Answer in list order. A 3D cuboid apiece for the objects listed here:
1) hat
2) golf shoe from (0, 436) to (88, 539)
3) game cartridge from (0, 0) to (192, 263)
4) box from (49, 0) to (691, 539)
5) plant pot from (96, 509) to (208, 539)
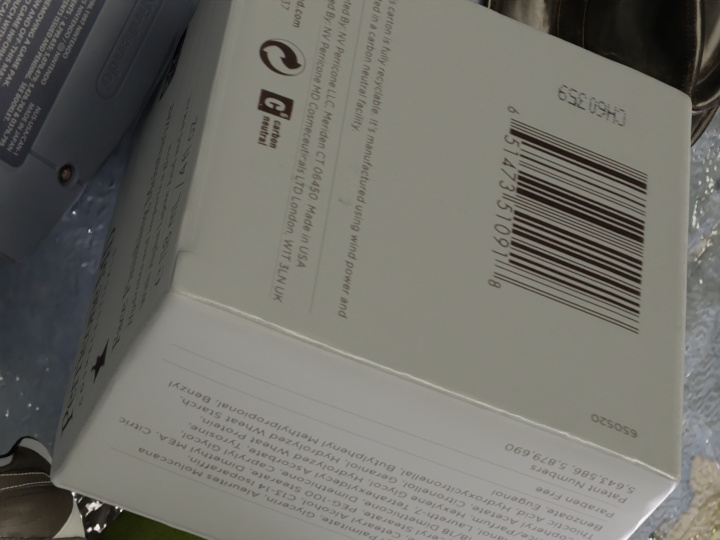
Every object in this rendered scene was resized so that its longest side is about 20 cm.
[{"bbox_3d":[0.152,-0.122,1.174,0.200,0.081,0.202,-16,114,-40],"label":"hat"},{"bbox_3d":[-0.200,0.103,0.927,0.199,0.095,0.078,3,144,-24],"label":"golf shoe"},{"bbox_3d":[-0.127,-0.112,0.948,0.133,0.041,0.201,33,79,-40],"label":"game cartridge"},{"bbox_3d":[0.010,0.005,0.935,0.199,0.131,0.200,21,46,-13],"label":"box"},{"bbox_3d":[-0.082,0.197,1.002,0.200,0.187,0.188,-38,127,-11],"label":"plant pot"}]
